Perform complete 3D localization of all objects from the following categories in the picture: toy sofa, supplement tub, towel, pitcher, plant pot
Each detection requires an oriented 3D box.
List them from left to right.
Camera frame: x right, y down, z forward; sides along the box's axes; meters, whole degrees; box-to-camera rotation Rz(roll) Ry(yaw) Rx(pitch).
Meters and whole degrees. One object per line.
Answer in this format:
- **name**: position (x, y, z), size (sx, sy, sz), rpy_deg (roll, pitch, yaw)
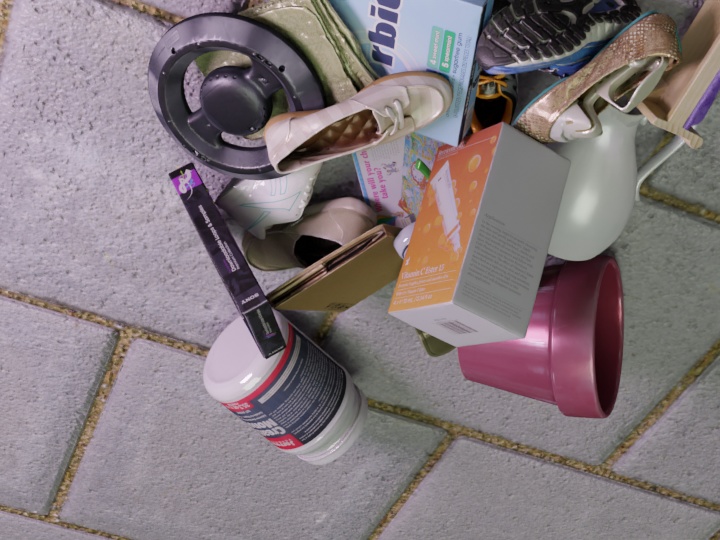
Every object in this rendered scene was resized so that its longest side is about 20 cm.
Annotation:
- **towel**: position (-0.081, -0.213, 1.244), size (0.199, 0.037, 0.149), rpy_deg (-12, 121, 38)
- **supplement tub**: position (-0.098, 0.156, 1.578), size (0.140, 0.141, 0.200), rpy_deg (-29, 126, 27)
- **plant pot**: position (0.221, 0.077, 1.467), size (0.178, 0.201, 0.201), rpy_deg (2, 136, 23)
- **pitcher**: position (0.278, -0.114, 1.325), size (0.170, 0.122, 0.201), rpy_deg (4, 123, -14)
- **toy sofa**: position (0.365, -0.227, 1.189), size (0.097, 0.083, 0.201), rpy_deg (19, 115, -22)

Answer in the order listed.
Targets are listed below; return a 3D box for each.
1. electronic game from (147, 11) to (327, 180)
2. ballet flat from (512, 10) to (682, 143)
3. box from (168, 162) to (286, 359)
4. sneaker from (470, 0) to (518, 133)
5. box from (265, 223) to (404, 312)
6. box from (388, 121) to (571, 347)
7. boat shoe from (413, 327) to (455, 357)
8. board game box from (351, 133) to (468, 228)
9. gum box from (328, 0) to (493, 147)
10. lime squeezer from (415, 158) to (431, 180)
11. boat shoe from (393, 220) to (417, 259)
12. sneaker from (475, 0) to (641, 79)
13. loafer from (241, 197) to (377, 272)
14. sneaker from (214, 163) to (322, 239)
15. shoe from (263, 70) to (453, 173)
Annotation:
- **electronic game**: position (-0.130, -0.179, 1.247), size (0.199, 0.042, 0.201), rpy_deg (10, 133, 11)
- **ballet flat**: position (0.236, -0.174, 1.186), size (0.200, 0.066, 0.070), rpy_deg (-41, 148, 29)
- **box**: position (-0.150, -0.009, 1.361), size (0.036, 0.201, 0.143), rpy_deg (-26, 156, -6)
- **sneaker**: position (0.135, -0.220, 1.249), size (0.078, 0.078, 0.201), rpy_deg (-6, 132, 11)
- **box**: position (0.000, 0.000, 1.395), size (0.163, 0.021, 0.200), rpy_deg (-33, 165, 18)
- **box**: position (0.124, -0.034, 1.236), size (0.097, 0.201, 0.124), rpy_deg (26, 161, -24)
- **boat shoe**: position (0.080, 0.030, 1.471), size (0.074, 0.069, 0.200), rpy_deg (-22, 145, -8)
- **board game box**: position (0.062, -0.128, 1.371), size (0.133, 0.034, 0.201), rpy_deg (-7, 133, 10)
- **gum box**: position (0.027, -0.235, 1.215), size (0.199, 0.045, 0.171), rpy_deg (20, 136, 14)
- **lime squeezer**: position (0.139, -0.078, 1.376), size (0.199, 0.038, 0.071), rpy_deg (9, 91, -28)
- **boat shoe**: position (0.126, -0.011, 1.342), size (0.199, 0.071, 0.072), rpy_deg (8, 135, -40)
- **sneaker**: position (0.194, -0.224, 1.194), size (0.199, 0.079, 0.089), rpy_deg (-20, 153, -32)
- **loafer**: position (-0.071, -0.033, 1.427), size (0.199, 0.069, 0.076), rpy_deg (-18, 131, 38)
- **sneaker**: position (-0.078, -0.107, 1.366), size (0.200, 0.071, 0.080), rpy_deg (-33, 106, 37)
- **shoe**: position (-0.001, -0.143, 1.192), size (0.199, 0.054, 0.070), rpy_deg (-16, 131, 9)
